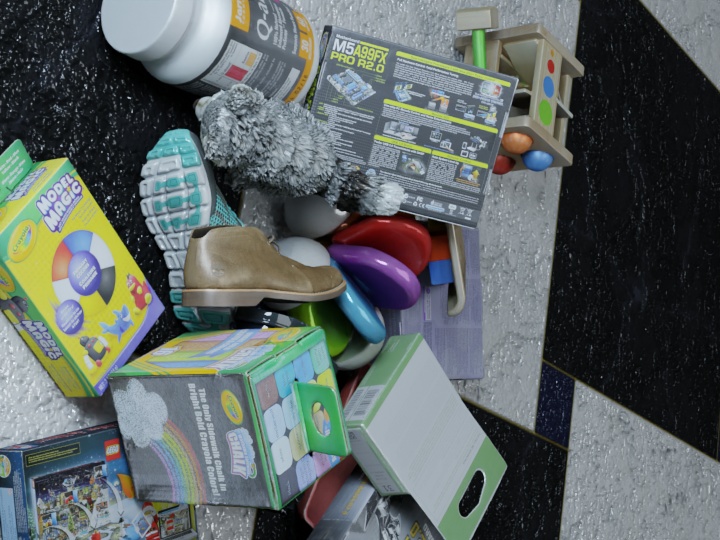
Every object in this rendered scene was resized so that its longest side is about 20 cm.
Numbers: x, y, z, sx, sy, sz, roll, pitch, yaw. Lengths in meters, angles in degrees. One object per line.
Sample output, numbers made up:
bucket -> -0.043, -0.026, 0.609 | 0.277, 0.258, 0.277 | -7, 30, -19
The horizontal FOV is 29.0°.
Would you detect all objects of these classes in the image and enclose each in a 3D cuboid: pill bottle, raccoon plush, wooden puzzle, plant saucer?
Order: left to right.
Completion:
pill bottle -> -0.139, -0.220, 1.305 | 0.200, 0.116, 0.117 | 16, 74, -53
raccoon plush -> -0.055, -0.114, 1.260 | 0.134, 0.200, 0.097 | 42, 58, -85
plant saucer -> 0.008, 0.235, 1.537 | 0.200, 0.037, 0.200 | 51, 48, -38
wooden puzzle -> 0.089, -0.065, 1.535 | 0.185, 0.046, 0.200 | -70, 156, -76

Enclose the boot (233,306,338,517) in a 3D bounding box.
boot -> -0.087, 0.141, 1.338 | 0.200, 0.076, 0.168 | 57, 46, -63

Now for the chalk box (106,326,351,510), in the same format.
chalk box -> -0.093, 0.124, 1.193 | 0.124, 0.200, 0.125 | -30, 113, -56

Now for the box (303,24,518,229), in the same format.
box -> 0.041, -0.142, 1.391 | 0.200, 0.044, 0.160 | 13, 97, -14

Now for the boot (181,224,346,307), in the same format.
boot -> -0.083, -0.005, 1.288 | 0.200, 0.074, 0.076 | 0, 87, -51

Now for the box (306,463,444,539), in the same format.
box -> 0.034, 0.307, 1.494 | 0.158, 0.048, 0.200 | -52, 127, -44

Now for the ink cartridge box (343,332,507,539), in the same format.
ink cartridge box -> 0.067, 0.187, 1.472 | 0.200, 0.048, 0.146 | 57, 44, -24

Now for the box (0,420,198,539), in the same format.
box -> -0.224, 0.205, 1.210 | 0.200, 0.038, 0.137 | -7, 93, -55

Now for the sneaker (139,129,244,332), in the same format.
sneaker -> -0.149, -0.042, 1.321 | 0.091, 0.078, 0.200 | -42, 129, -57

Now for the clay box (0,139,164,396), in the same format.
clay box -> -0.256, -0.003, 1.177 | 0.115, 0.048, 0.200 | -59, 133, -39

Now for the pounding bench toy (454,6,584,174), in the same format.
pounding bench toy -> 0.173, -0.219, 1.735 | 0.200, 0.124, 0.156 | 31, 63, -49

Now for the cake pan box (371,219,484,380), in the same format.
cake pan box -> 0.080, 0.041, 1.646 | 0.184, 0.052, 0.200 | 1, 86, -53

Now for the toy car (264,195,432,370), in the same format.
toy car -> 0.000, 0.000, 1.449 | 0.175, 0.150, 0.200 | 51, 48, -40
